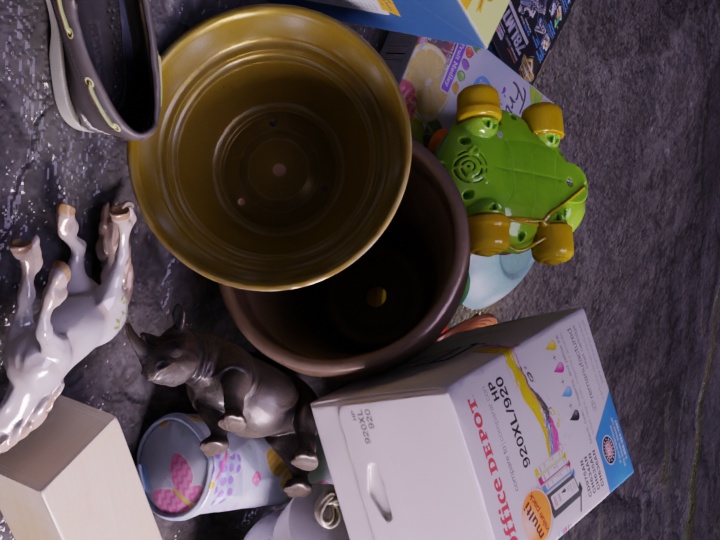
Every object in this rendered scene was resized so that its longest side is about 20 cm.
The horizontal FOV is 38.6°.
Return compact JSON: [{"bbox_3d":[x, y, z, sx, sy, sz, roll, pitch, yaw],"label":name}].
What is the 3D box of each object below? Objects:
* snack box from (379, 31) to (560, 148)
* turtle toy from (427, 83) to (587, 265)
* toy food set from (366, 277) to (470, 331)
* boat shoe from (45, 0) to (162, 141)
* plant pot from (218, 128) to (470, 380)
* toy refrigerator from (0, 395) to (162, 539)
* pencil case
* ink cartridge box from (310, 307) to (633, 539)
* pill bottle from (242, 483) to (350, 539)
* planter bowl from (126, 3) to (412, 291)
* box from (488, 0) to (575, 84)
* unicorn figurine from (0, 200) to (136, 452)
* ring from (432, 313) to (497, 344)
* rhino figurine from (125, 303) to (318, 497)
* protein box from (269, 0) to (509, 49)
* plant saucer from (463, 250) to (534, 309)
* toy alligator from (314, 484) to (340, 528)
[{"bbox_3d":[0.091,-0.135,0.968,0.199,0.053,0.144,28,83,-38],"label":"snack box"},{"bbox_3d":[0.132,-0.071,0.912,0.198,0.101,0.148,7,74,-35],"label":"turtle toy"},{"bbox_3d":[0.056,0.010,1.038,0.199,0.048,0.201,-17,119,-51],"label":"toy food set"},{"bbox_3d":[-0.161,-0.178,0.629,0.072,0.060,0.203,-36,133,-41],"label":"boat shoe"},{"bbox_3d":[0.000,0.000,0.856,0.202,0.198,0.175,-65,163,-8],"label":"plant pot"},{"bbox_3d":[-0.199,0.193,0.750,0.076,0.069,0.202,-48,141,-41],"label":"toy refrigerator"},{"bbox_3d":[-0.095,0.159,0.865,0.199,0.090,0.084,10,76,-57],"label":"pencil case"},{"bbox_3d":[0.091,0.135,0.807,0.199,0.144,0.149,-21,94,-46],"label":"ink cartridge box"},{"bbox_3d":[-0.060,0.274,0.870,0.119,0.120,0.201,-20,150,-49],"label":"pill bottle"},{"bbox_3d":[-0.062,-0.081,0.747,0.083,0.198,0.202,78,36,-82],"label":"planter bowl"},{"bbox_3d":[0.160,-0.305,1.034,0.200,0.049,0.200,-62,145,-13],"label":"box"},{"bbox_3d":[-0.201,0.037,0.660,0.199,0.073,0.139,-31,140,-51],"label":"unicorn figurine"},{"bbox_3d":[0.052,0.103,1.023,0.199,0.019,0.201,-33,163,-11],"label":"ring"},{"bbox_3d":[-0.100,0.090,0.768,0.199,0.060,0.088,38,31,-35],"label":"rhino figurine"},{"bbox_3d":[-0.003,-0.272,0.684,0.198,0.198,0.136,41,72,-54],"label":"protein box"},{"bbox_3d":[0.172,-0.047,1.183,0.200,0.038,0.204,-29,128,-44],"label":"plant saucer"},{"bbox_3d":[-0.002,0.140,0.868,0.060,0.054,0.200,58,43,-19],"label":"toy alligator"}]
